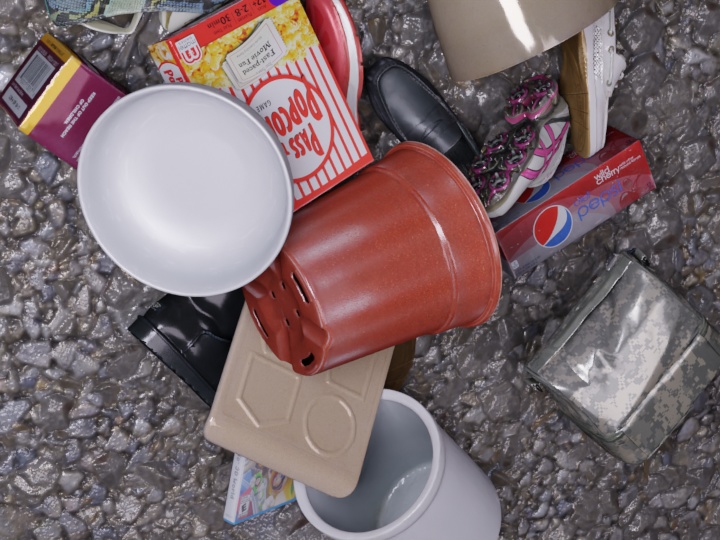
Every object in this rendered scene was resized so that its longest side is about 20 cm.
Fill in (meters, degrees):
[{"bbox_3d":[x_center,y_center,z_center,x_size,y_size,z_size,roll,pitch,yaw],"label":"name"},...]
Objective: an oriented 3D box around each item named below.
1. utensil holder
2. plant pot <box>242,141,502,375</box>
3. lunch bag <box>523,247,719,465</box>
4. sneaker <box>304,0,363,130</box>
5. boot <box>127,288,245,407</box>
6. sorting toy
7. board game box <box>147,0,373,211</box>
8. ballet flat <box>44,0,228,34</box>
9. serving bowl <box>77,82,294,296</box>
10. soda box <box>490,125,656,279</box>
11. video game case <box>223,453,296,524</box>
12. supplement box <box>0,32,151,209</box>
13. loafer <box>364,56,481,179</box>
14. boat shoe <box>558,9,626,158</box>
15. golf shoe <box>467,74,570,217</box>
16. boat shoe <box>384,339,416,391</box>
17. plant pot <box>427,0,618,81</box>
[{"bbox_3d":[0.047,0.242,1.701,0.170,0.170,0.200,-47,142,-2],"label":"utensil holder"},{"bbox_3d":[0.000,0.000,1.532,0.195,0.201,0.201,-25,118,-28],"label":"plant pot"},{"bbox_3d":[0.301,0.094,1.802,0.200,0.139,0.168,-49,121,-1],"label":"lunch bag"},{"bbox_3d":[-0.062,-0.182,1.569,0.115,0.078,0.200,-15,114,-20],"label":"sneaker"},{"bbox_3d":[-0.132,0.056,1.636,0.162,0.073,0.198,-47,123,-8],"label":"boot"},{"bbox_3d":[-0.059,0.111,1.604,0.185,0.036,0.200,28,69,-28],"label":"sorting toy"},{"bbox_3d":[-0.092,-0.157,1.488,0.151,0.046,0.200,-35,108,-31],"label":"board game box"},{"bbox_3d":[-0.203,-0.259,1.487,0.200,0.074,0.074,-3,111,-18],"label":"ballet flat"},{"bbox_3d":[-0.151,-0.080,1.416,0.200,0.066,0.200,5,112,11],"label":"serving bowl"},{"bbox_3d":[0.227,-0.078,1.747,0.200,0.063,0.070,-32,120,-11],"label":"soda box"},{"bbox_3d":[-0.082,0.165,1.687,0.143,0.018,0.200,-12,118,-53],"label":"video game case"},{"bbox_3d":[-0.234,-0.128,1.491,0.200,0.110,0.086,36,93,-31],"label":"supplement box"},{"bbox_3d":[0.079,-0.146,1.649,0.068,0.070,0.201,-44,121,-4],"label":"loafer"},{"bbox_3d":[0.259,-0.222,1.701,0.069,0.071,0.200,-12,113,-19],"label":"boat shoe"},{"bbox_3d":[0.179,-0.118,1.660,0.092,0.073,0.200,57,47,-30],"label":"golf shoe"},{"bbox_3d":[0.023,0.071,1.720,0.073,0.063,0.200,-1,114,-57],"label":"boat shoe"},{"bbox_3d":[0.132,-0.321,1.559,0.187,0.187,0.200,-30,105,-11],"label":"plant pot"}]
